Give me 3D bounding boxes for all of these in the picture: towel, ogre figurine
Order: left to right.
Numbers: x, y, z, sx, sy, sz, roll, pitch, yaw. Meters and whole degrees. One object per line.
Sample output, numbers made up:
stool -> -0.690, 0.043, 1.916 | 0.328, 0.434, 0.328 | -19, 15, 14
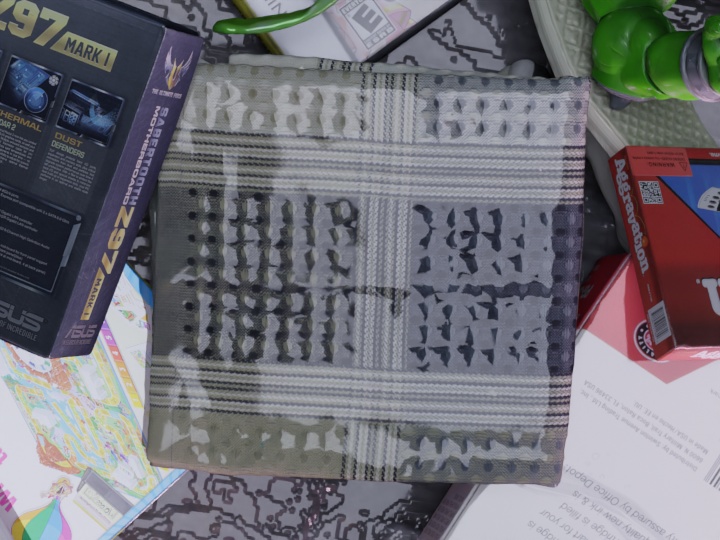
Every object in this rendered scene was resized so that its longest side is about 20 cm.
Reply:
towel -> 0.000, 0.000, 1.082 | 0.200, 0.035, 0.193 | 3, 94, 4
ogre figurine -> 0.140, -0.162, 1.096 | 0.098, 0.120, 0.200 | -20, 84, -33

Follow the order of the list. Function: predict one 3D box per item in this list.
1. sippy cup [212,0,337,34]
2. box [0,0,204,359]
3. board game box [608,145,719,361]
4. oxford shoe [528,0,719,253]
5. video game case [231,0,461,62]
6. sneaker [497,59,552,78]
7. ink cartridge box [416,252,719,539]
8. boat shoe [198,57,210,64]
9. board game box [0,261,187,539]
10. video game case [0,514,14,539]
sippy cup -> -0.068, -0.207, 1.091 | 0.130, 0.140, 0.178 | -13, 66, 4
box -> -0.189, -0.068, 1.073 | 0.200, 0.051, 0.158 | 21, 97, 15
board game box -> 0.217, -0.008, 1.140 | 0.200, 0.019, 0.103 | 0, 68, -29
oxford shoe -> 0.131, -0.072, 1.165 | 0.075, 0.058, 0.200 | -29, 90, -31
video game case -> 0.003, -0.211, 1.170 | 0.200, 0.026, 0.181 | -36, 93, -5
sneaker -> 0.044, -0.013, 1.150 | 0.081, 0.075, 0.200 | 7, 70, 37
ink cartridge box -> 0.127, 0.113, 1.149 | 0.147, 0.083, 0.200 | 34, 85, -4
boat shoe -> -0.121, -0.087, 1.126 | 0.200, 0.074, 0.060 | 31, 74, -2
board game box -> -0.165, 0.036, 1.143 | 0.134, 0.034, 0.200 | -42, 94, -6
video game case -> -0.257, 0.131, 1.046 | 0.200, 0.018, 0.143 | -26, 84, -30
